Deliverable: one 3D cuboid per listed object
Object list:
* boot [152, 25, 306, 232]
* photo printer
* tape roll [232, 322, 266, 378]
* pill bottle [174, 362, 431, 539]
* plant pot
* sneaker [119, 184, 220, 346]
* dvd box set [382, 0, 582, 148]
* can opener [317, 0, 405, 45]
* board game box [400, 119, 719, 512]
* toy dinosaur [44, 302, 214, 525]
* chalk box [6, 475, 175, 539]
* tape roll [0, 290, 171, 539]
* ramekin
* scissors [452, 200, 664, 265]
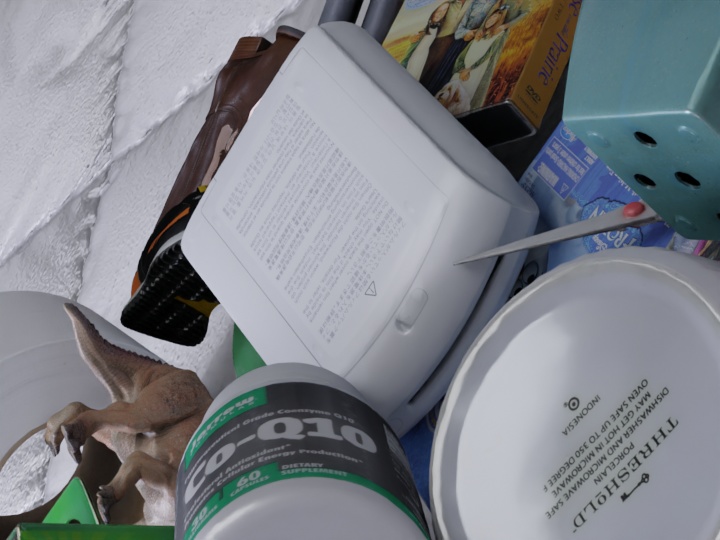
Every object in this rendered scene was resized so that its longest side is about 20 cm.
[{"bbox_3d":[-0.081,-0.065,1.329,0.201,0.064,0.186,-65,21,-8],"label":"boot"},{"bbox_3d":[0.001,-0.016,1.014,0.167,0.069,0.200,-58,44,15],"label":"photo printer"},{"bbox_3d":[0.000,0.000,1.153,0.200,0.048,0.202,-38,36,35],"label":"tape roll"},{"bbox_3d":[-0.027,0.115,0.857,0.114,0.113,0.200,-56,12,9],"label":"pill bottle"},{"bbox_3d":[0.184,-0.119,0.826,0.201,0.141,0.141,-58,27,-15],"label":"plant pot"},{"bbox_3d":[-0.096,-0.024,1.204,0.200,0.069,0.091,-40,35,58],"label":"sneaker"},{"bbox_3d":[0.072,-0.143,1.119,0.146,0.029,0.201,-13,41,44],"label":"dvd box set"},{"bbox_3d":[-0.011,-0.134,1.216,0.067,0.053,0.201,-55,-13,-63],"label":"can opener"},{"bbox_3d":[0.099,0.043,0.956,0.200,0.043,0.200,-56,29,11],"label":"board game box"},{"bbox_3d":[-0.098,0.102,1.106,0.201,0.135,0.086,60,160,17],"label":"toy dinosaur"},{"bbox_3d":[-0.128,0.205,0.975,0.125,0.123,0.201,-53,40,44],"label":"chalk box"},{"bbox_3d":[-0.201,0.125,1.208,0.204,0.202,0.139,-62,28,-2],"label":"tape roll"},{"bbox_3d":[0.116,0.083,0.789,0.201,0.094,0.204,-20,59,37],"label":"ramekin"},{"bbox_3d":[0.139,-0.027,0.888,0.199,0.014,0.073,-22,33,4],"label":"scissors"}]
